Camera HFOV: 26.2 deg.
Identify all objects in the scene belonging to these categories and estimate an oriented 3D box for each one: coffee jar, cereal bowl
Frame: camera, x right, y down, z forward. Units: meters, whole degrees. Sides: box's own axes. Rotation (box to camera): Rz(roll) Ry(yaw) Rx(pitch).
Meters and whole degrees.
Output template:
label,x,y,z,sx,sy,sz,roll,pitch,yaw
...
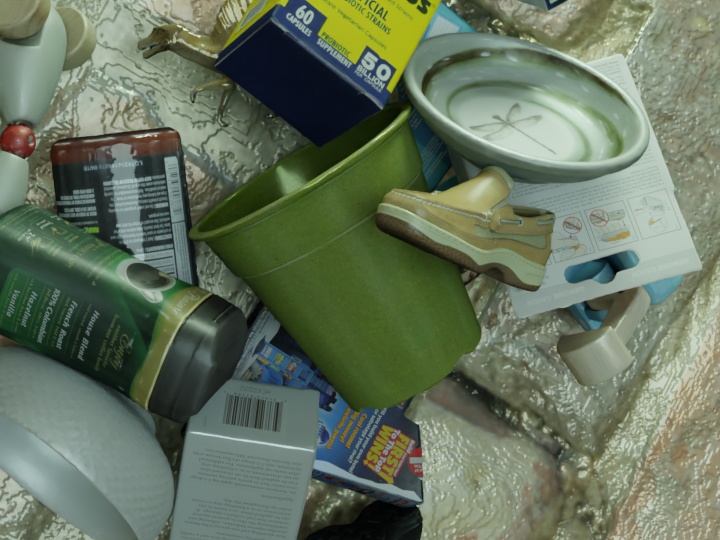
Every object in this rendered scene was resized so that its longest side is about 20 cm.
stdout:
label,x,y,z,sx,sy,sz,roll,pitch,yaw
coffee jar,-0.183,0.032,1.126,0.199,0.104,0.086,26,109,6
cereal bowl,-0.218,0.125,1.183,0.200,0.200,0.084,44,65,-15

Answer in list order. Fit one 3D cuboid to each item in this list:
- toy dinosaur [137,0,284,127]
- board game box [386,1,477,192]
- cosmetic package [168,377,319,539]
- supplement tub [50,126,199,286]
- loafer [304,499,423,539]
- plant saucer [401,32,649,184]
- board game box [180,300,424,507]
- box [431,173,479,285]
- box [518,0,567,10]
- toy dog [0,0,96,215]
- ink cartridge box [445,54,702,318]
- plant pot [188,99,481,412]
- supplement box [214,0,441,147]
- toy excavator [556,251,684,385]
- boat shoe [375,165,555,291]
label,x,y,z,sx,sy,sz,roll,pitch,yaw
toy dinosaur,-0.072,-0.172,1.229,0.198,0.058,0.102,-12,97,-16
board game box,0.014,-0.173,1.310,0.200,0.047,0.151,38,83,-16
cosmetic package,-0.097,0.182,1.224,0.101,0.072,0.201,10,127,-5
supplement tub,-0.183,-0.009,1.228,0.106,0.107,0.202,-8,97,-17
loafer,0.001,0.242,1.270,0.068,0.200,0.071,5,96,22
plant saucer,0.123,-0.116,1.202,0.198,0.201,0.051,3,126,-18
board game box,-0.014,0.101,1.299,0.199,0.062,0.201,33,73,-9
box,0.131,-0.068,1.333,0.200,0.049,0.082,-37,147,-12
box,0.105,-0.319,1.257,0.038,0.137,0.201,-28,119,-14
toy dog,-0.282,-0.136,1.189,0.132,0.096,0.201,68,36,-48
ink cartridge box,0.168,-0.065,1.260,0.160,0.050,0.201,-15,71,-6
plant pot,0.000,0.000,1.205,0.199,0.200,0.191,-34,102,-13
supplement box,-0.006,-0.215,1.191,0.109,0.109,0.201,36,63,-17
toy excavator,0.216,0.009,1.308,0.194,0.200,0.100,-39,103,-12
boat shoe,0.081,-0.041,1.122,0.200,0.071,0.077,16,99,-58
